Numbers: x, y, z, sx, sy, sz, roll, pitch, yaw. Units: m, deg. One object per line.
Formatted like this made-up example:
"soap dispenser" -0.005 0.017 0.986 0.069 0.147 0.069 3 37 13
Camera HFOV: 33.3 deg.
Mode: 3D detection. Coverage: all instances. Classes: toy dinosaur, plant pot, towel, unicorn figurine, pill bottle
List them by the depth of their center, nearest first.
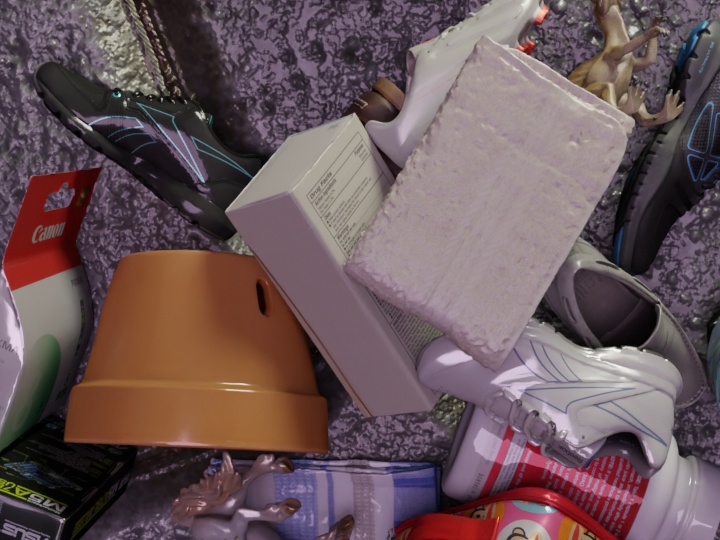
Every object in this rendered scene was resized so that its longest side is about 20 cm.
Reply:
"towel" 0.090 -0.049 0.828 0.132 0.034 0.201 32 85 4
"toy dinosaur" 0.180 -0.124 0.891 0.058 0.101 0.202 31 76 -34
"plant pot" -0.120 0.065 0.915 0.197 0.200 0.142 1 81 5
"pill bottle" 0.171 0.155 0.927 0.198 0.112 0.113 21 99 3
"unicorn figurine" -0.073 0.232 0.959 0.137 0.074 0.201 -36 99 17
"towel" -0.030 0.229 1.002 0.197 0.024 0.149 -1 98 5

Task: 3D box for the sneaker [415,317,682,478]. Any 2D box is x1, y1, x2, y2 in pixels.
"sneaker" 0.135 0.090 0.852 0.198 0.075 0.088 11 57 -4

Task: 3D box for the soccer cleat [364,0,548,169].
"soccer cleat" 0.078 -0.160 0.891 0.077 0.069 0.201 30 74 7

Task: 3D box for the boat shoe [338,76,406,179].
"boat shoe" 0.061 -0.056 0.930 0.200 0.070 0.070 44 84 8

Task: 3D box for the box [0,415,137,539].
"box" -0.292 0.146 0.930 0.198 0.193 0.048 20 100 2

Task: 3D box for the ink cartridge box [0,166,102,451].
"ink cartridge box" -0.239 0.025 0.925 0.050 0.161 0.202 24 99 2

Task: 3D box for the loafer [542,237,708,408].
"loafer" 0.200 0.046 0.903 0.199 0.070 0.070 37 94 -27

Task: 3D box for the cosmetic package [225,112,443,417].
"cosmetic package" 0.000 0.000 0.891 0.073 0.104 0.201 -13 119 42

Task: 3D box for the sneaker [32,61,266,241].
"sneaker" -0.166 -0.109 0.954 0.199 0.075 0.080 36 88 -8

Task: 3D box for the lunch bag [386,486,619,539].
"lunch bag" 0.105 0.233 0.897 0.176 0.082 0.199 38 143 -19

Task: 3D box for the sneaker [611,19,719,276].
"sneaker" 0.252 -0.082 0.907 0.081 0.073 0.202 23 99 2

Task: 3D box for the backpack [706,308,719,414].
"backpack" 0.356 0.061 0.890 0.198 0.127 0.168 -20 99 11
